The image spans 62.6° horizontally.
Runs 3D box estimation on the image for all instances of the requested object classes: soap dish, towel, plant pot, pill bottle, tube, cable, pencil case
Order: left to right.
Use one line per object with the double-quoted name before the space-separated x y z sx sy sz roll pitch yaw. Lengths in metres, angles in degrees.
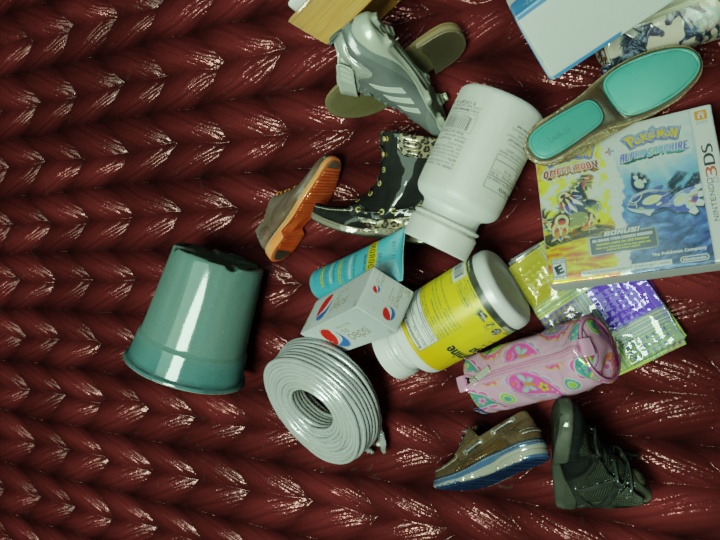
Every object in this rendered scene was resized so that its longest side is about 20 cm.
"plant pot" -0.256 0.069 0.963 0.200 0.200 0.196 22 98 24
"cable" -0.060 0.199 0.900 0.200 0.069 0.200 16 128 31
"tube" 0.000 0.000 0.850 0.200 0.050 0.078 -21 61 50
"soap dish" 0.012 -0.386 0.790 0.200 0.157 0.081 -36 96 26
"pill bottle" 0.116 0.068 0.802 0.200 0.112 0.113 -34 80 27
"pill bottle" 0.137 -0.120 0.750 0.114 0.114 0.200 27 95 22
"pencil case" 0.217 0.122 0.740 0.200 0.087 0.088 -29 82 46
"towel" 0.293 0.035 0.747 0.144 0.023 0.200 -32 81 18
"pencil case" 0.359 -0.281 0.650 0.200 0.089 0.078 -17 89 27

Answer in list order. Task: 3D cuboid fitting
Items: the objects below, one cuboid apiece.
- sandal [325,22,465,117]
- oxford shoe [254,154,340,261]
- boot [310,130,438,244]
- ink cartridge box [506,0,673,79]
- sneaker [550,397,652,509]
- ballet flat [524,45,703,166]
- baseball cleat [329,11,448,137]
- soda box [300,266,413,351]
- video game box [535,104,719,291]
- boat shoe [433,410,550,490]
"sandal" 0.044 -0.293 0.839 0.211 0.078 0.070 -24 53 21
"oxford shoe" -0.105 -0.108 0.924 0.073 0.071 0.200 48 115 21
"boot" 0.030 -0.122 0.848 0.200 0.073 0.151 12 102 22
"ink cartridge box" 0.236 -0.314 0.644 0.144 0.200 0.085 -31 117 25
"sneaker" 0.289 0.224 0.719 0.114 0.076 0.200 -5 127 20
"ballet flat" 0.281 -0.184 0.676 0.200 0.065 0.071 -26 83 19
"baseball cleat" 0.038 -0.246 0.793 0.106 0.070 0.200 -25 123 29
"soda box" -0.011 0.062 0.831 0.068 0.064 0.200 33 152 -15
"video game box" 0.315 -0.080 0.695 0.200 0.047 0.183 -10 72 28
"boat shoe" 0.174 0.252 0.818 0.200 0.072 0.072 -39 46 40
